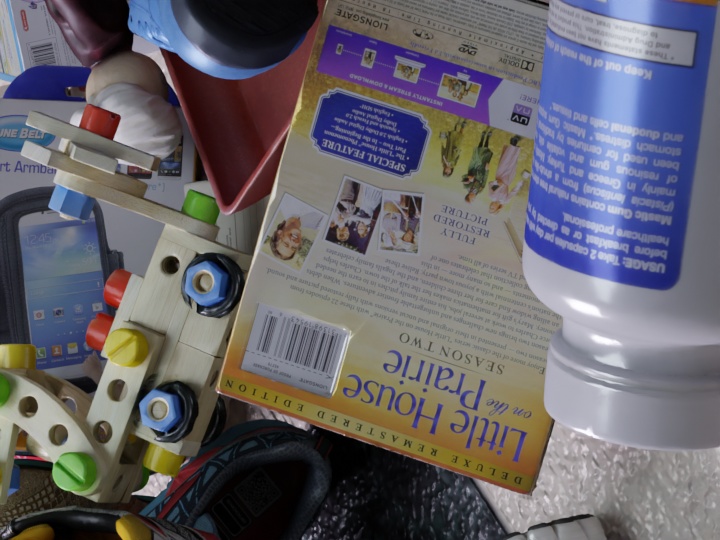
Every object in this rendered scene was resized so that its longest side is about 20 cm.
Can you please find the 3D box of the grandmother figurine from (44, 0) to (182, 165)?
[{"bbox_3d":[-0.137,-0.146,1.296,0.060,0.121,0.201,-21,88,13],"label":"grandmother figurine"}]

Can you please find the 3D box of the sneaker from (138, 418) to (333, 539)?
[{"bbox_3d":[-0.091,0.146,1.297,0.079,0.200,0.095,44,166,-9],"label":"sneaker"}]

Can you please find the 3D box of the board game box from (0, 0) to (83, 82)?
[{"bbox_3d":[-0.200,-0.206,1.487,0.134,0.034,0.201,-156,55,-73],"label":"board game box"}]

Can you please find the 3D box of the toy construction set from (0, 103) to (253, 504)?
[{"bbox_3d":[-0.120,0.024,1.241,0.131,0.092,0.201,21,107,21],"label":"toy construction set"}]

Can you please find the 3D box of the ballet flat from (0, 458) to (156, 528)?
[{"bbox_3d":[-0.137,0.143,1.380,0.070,0.200,0.066,-15,71,25],"label":"ballet flat"}]

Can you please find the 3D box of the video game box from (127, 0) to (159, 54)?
[{"bbox_3d":[-0.138,-0.241,1.380,0.200,0.047,0.183,95,153,-55],"label":"video game box"}]

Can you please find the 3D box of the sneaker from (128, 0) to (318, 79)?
[{"bbox_3d":[-0.066,-0.113,1.153,0.079,0.066,0.200,-52,17,19],"label":"sneaker"}]

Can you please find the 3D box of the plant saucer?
[{"bbox_3d":[-0.024,-0.153,1.237,0.200,0.037,0.200,-55,36,26],"label":"plant saucer"}]

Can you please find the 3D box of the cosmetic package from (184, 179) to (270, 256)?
[{"bbox_3d":[0.000,0.000,1.250,0.200,0.073,0.104,-3,92,56],"label":"cosmetic package"}]

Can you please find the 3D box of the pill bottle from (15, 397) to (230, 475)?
[{"bbox_3d":[-0.163,0.071,1.466,0.200,0.112,0.113,-24,75,54],"label":"pill bottle"}]

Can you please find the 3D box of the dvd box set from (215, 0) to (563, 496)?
[{"bbox_3d":[0.034,-0.022,1.126,0.146,0.029,0.201,17,99,9],"label":"dvd box set"}]

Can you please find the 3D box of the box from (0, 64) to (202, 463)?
[{"bbox_3d":[-0.141,-0.007,1.332,0.041,0.118,0.201,86,-174,-82],"label":"box"}]

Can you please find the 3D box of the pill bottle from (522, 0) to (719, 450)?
[{"bbox_3d":[0.121,-0.038,1.032,0.112,0.112,0.201,27,116,51],"label":"pill bottle"}]

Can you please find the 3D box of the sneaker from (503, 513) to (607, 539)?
[{"bbox_3d":[0.050,0.194,1.189,0.200,0.078,0.089,-46,62,38],"label":"sneaker"}]

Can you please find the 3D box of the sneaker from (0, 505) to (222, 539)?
[{"bbox_3d":[-0.159,0.144,1.255,0.199,0.082,0.078,-14,61,27],"label":"sneaker"}]

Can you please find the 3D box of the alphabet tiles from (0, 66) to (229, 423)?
[{"bbox_3d":[-0.131,-0.006,1.359,0.015,0.194,0.201,75,-177,-80],"label":"alphabet tiles"}]
